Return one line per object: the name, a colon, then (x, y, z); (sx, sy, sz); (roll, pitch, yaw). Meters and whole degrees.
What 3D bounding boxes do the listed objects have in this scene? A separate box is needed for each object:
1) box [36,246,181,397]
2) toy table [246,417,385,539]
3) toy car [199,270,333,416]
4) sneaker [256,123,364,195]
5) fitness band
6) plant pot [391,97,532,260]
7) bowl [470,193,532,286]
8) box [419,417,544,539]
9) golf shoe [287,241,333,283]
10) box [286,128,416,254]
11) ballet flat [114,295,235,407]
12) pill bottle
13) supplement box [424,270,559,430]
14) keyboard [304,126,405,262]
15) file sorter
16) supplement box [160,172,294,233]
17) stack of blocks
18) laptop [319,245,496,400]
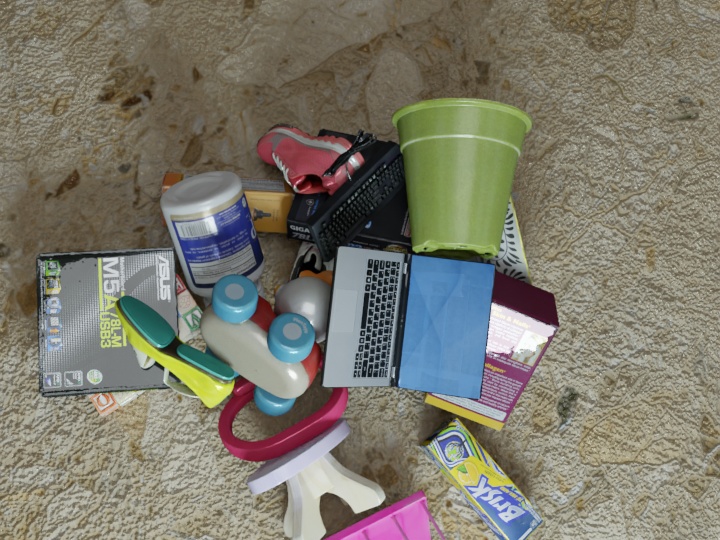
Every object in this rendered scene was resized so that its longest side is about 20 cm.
box: (-0.352, 0.072, 1.290); (0.191, 0.048, 0.202); (-3, 80, -9)
toy table: (-0.064, 0.302, 1.295); (0.199, 0.183, 0.118); (-29, 90, -47)
toy car: (-0.104, 0.061, 1.280); (0.176, 0.185, 0.200); (33, 54, 11)
sneaker: (-0.092, -0.157, 1.345); (0.199, 0.074, 0.087); (13, 62, 39)
fitness band: (-0.113, 0.196, 1.329); (0.199, 0.038, 0.144); (-29, 45, -13)
plant pot: (0.136, -0.117, 1.280); (0.198, 0.200, 0.192); (5, 81, -8)
bowl: (0.200, -0.054, 1.414); (0.093, 0.201, 0.203); (-14, 80, 10)
box: (0.180, 0.318, 1.377); (0.064, 0.070, 0.200); (-41, 87, -12)
golf shoe: (-0.058, -0.026, 1.398); (0.072, 0.092, 0.202); (20, 75, -2)
box: (0.008, -0.116, 1.392); (0.196, 0.050, 0.201); (12, 53, 8)
ballet flat: (-0.262, 0.116, 1.244); (0.199, 0.067, 0.067); (35, 111, 3)
pill bottle: (-0.204, -0.029, 1.324); (0.119, 0.120, 0.202); (-20, 118, -13)
supplement box: (0.189, 0.114, 1.352); (0.130, 0.103, 0.201); (22, 118, -4)
keyboard: (-0.006, -0.116, 1.287); (0.200, 0.020, 0.128); (-47, 131, -30)
file sorter: (0.031, 0.430, 1.270); (0.198, 0.140, 0.126); (-23, 47, -13)
supplement box: (-0.201, -0.103, 1.393); (0.198, 0.069, 0.067); (4, 114, -8)
stack of blocks: (-0.321, 0.109, 1.342); (0.199, 0.059, 0.116); (-34, 86, -14)
laptop: (0.065, 0.072, 1.231); (0.199, 0.115, 0.190); (6, 91, -41)
